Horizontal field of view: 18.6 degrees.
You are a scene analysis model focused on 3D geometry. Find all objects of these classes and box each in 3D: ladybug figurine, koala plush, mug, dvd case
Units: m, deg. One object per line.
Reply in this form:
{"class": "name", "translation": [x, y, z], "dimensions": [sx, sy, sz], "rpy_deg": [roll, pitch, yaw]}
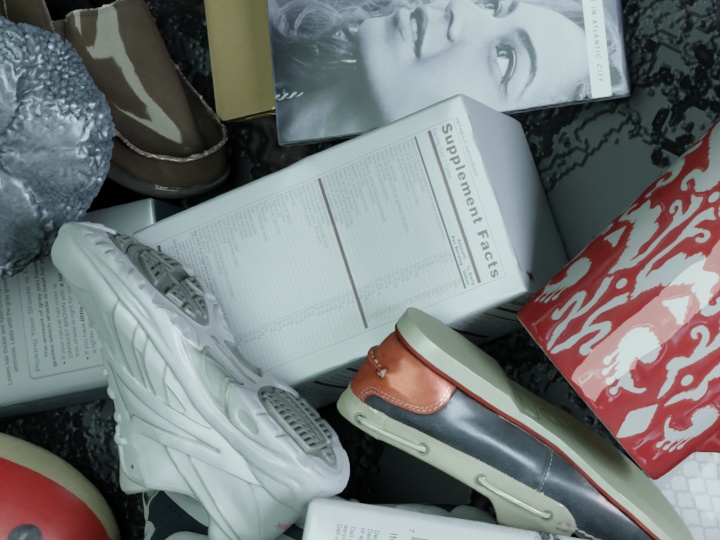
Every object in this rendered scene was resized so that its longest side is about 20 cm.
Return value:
{"class": "ladybug figurine", "translation": [-0.231, 0.159, 1.252], "dimensions": [0.198, 0.072, 0.137], "rpy_deg": [-1, 108, 16]}
{"class": "koala plush", "translation": [-0.239, -0.089, 1.230], "dimensions": [0.182, 0.200, 0.179], "rpy_deg": [-3, 109, -15]}
{"class": "mug", "translation": [0.196, 0.012, 1.067], "dimensions": [0.200, 0.133, 0.178], "rpy_deg": [-40, 57, 4]}
{"class": "dvd case", "translation": [0.043, -0.154, 1.202], "dimensions": [0.198, 0.016, 0.150], "rpy_deg": [-7, 83, 17]}

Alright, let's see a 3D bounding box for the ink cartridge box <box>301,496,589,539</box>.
{"class": "ink cartridge box", "translation": [0.065, 0.199, 1.050], "dimensions": [0.198, 0.084, 0.147], "rpy_deg": [8, 77, 12]}

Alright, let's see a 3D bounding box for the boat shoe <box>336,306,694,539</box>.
{"class": "boat shoe", "translation": [0.081, 0.099, 1.099], "dimensions": [0.199, 0.071, 0.063], "rpy_deg": [36, 102, -13]}

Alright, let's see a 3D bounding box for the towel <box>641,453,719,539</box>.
{"class": "towel", "translation": [0.213, 0.167, 1.125], "dimensions": [0.191, 0.032, 0.200], "rpy_deg": [41, 101, 18]}

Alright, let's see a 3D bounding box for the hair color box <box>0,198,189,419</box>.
{"class": "hair color box", "translation": [-0.190, 0.029, 1.271], "dimensions": [0.198, 0.061, 0.100], "rpy_deg": [-12, 81, 19]}

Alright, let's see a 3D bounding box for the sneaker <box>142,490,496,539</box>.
{"class": "sneaker", "translation": [-0.029, 0.132, 1.193], "dimensions": [0.197, 0.080, 0.130], "rpy_deg": [-13, 40, -8]}

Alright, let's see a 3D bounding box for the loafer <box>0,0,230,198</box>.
{"class": "loafer", "translation": [-0.146, -0.122, 1.248], "dimensions": [0.200, 0.073, 0.071], "rpy_deg": [45, 139, 18]}

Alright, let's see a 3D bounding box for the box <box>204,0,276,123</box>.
{"class": "box", "translation": [-0.016, -0.196, 1.246], "dimensions": [0.162, 0.021, 0.202], "rpy_deg": [-10, 81, 19]}

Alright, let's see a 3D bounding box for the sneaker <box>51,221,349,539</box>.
{"class": "sneaker", "translation": [-0.102, 0.063, 1.113], "dimensions": [0.099, 0.078, 0.200], "rpy_deg": [-46, 73, 16]}

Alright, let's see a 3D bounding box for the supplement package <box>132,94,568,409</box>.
{"class": "supplement package", "translation": [0.000, 0.000, 1.176], "dimensions": [0.199, 0.109, 0.115], "rpy_deg": [-21, 79, 18]}
